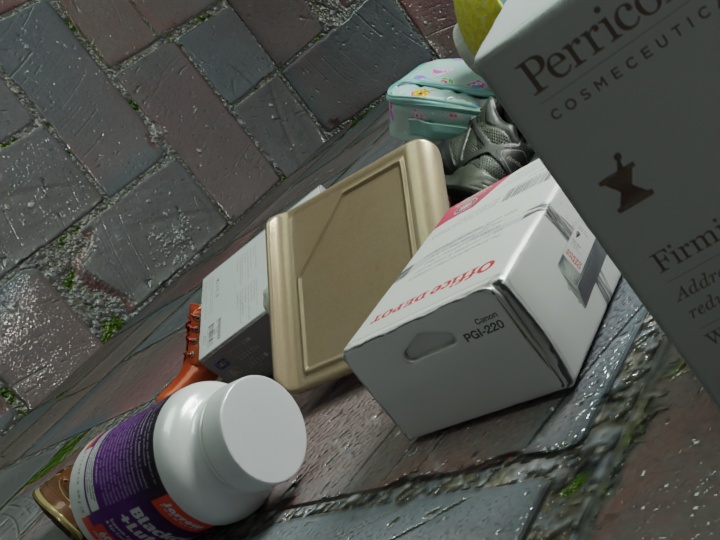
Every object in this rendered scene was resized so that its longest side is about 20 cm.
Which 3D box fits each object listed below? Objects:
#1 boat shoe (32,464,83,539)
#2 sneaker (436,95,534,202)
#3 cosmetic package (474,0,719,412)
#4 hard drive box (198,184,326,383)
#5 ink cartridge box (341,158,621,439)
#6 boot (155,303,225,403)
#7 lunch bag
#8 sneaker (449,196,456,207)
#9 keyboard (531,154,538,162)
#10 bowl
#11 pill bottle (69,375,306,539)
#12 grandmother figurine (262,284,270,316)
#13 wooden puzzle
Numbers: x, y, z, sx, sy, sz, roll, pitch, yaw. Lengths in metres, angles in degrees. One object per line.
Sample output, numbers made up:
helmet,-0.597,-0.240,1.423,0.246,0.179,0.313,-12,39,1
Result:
boat shoe,-0.325,0.254,1.028,0.068,0.072,0.200,-44,10,-16
sneaker,0.128,-0.131,0.992,0.115,0.076,0.199,-59,21,-2
cosmetic package,0.180,-0.079,0.403,0.167,0.200,0.167,-34,12,26
hard drive box,-0.090,0.021,1.045,0.199,0.077,0.156,-37,33,19
ink cartridge box,0.097,0.008,0.622,0.145,0.085,0.200,-28,14,42
boot,-0.205,0.102,1.159,0.200,0.107,0.075,-46,15,-27
lunch bag,0.139,-0.201,1.099,0.198,0.078,0.160,13,33,30
sneaker,0.079,-0.108,1.120,0.074,0.087,0.200,-28,16,46
keyboard,0.199,-0.117,0.985,0.056,0.011,0.200,-37,11,-17
bowl,0.169,-0.280,1.020,0.107,0.200,0.200,-33,12,43
pill bottle,-0.137,0.155,0.719,0.199,0.112,0.112,-30,14,38
grandmother figurine,-0.018,0.020,0.887,0.199,0.123,0.060,-11,-17,37
wooden puzzle,0.000,0.000,0.814,0.199,0.037,0.187,-23,61,32
